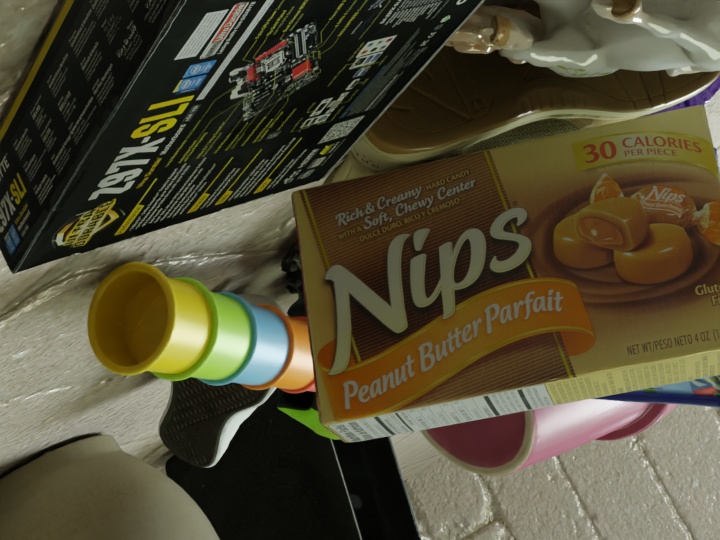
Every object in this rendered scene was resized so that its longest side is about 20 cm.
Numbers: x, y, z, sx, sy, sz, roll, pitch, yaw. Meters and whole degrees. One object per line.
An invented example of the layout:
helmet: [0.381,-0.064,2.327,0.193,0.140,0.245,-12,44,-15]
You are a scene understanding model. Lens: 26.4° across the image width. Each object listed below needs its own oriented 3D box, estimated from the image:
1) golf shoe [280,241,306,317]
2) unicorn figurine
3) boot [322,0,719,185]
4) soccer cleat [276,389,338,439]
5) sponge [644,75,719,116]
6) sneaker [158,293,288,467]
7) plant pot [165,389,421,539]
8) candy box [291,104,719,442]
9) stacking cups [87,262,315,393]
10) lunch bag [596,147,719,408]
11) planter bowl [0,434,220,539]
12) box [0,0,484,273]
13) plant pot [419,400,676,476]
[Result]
golf shoe: [0.000,0.000,0.996,0.095,0.078,0.200,-48,174,-22]
unicorn figurine: [0.130,-0.101,0.652,0.137,0.200,0.074,18,96,-49]
boot: [0.077,-0.074,0.804,0.199,0.073,0.156,-18,164,-18]
soccer cleat: [-0.003,0.062,1.221,0.068,0.081,0.200,-85,-159,-50]
sponge: [0.129,-0.065,0.873,0.200,0.030,0.111,-45,-166,-22]
sneaker: [-0.085,0.056,1.047,0.085,0.073,0.200,-55,-179,-36]
plant pot: [-0.067,0.218,1.452,0.177,0.201,0.199,-21,171,14]
candy box: [0.074,0.004,0.716,0.199,0.116,0.055,-12,161,10]
stacking cups: [-0.071,0.037,0.885,0.060,0.061,0.200,-34,157,22]
lunch bag: [0.143,0.010,1.018,0.199,0.151,0.094,-4,141,10]
planter bowl: [-0.214,0.210,1.175,0.200,0.135,0.200,-27,169,-6]
box: [-0.043,-0.080,0.573,0.159,0.050,0.200,-18,164,-35]
plant pot: [0.131,0.055,1.130,0.179,0.200,0.200,-30,172,-40]
